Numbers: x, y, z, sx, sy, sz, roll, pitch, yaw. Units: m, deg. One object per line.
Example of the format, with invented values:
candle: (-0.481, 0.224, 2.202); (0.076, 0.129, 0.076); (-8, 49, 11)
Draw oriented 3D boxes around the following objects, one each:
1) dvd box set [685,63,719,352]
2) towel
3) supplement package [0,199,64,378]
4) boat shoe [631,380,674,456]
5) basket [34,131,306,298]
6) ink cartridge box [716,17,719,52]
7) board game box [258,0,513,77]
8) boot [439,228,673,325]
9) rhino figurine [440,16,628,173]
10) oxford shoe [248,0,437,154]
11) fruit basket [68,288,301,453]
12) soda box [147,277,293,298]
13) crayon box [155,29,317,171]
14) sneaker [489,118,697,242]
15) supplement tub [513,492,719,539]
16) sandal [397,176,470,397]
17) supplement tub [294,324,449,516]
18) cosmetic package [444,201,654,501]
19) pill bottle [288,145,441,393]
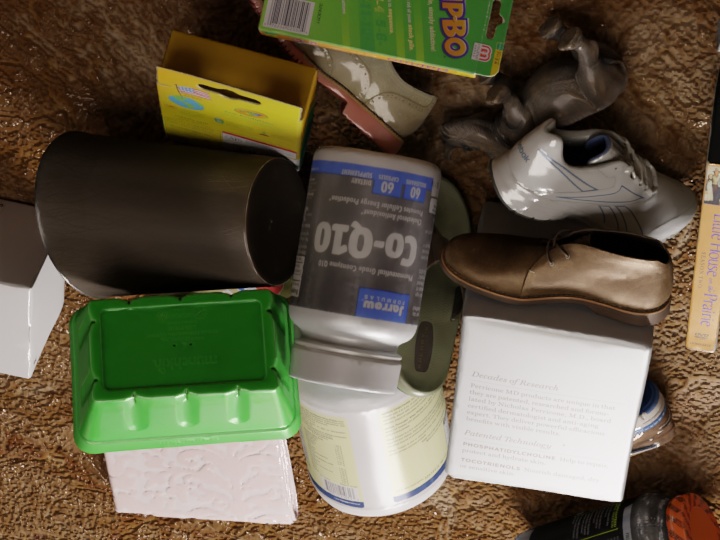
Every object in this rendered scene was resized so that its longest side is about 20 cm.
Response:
dvd box set: (0.299, -0.053, 1.615); (0.029, 0.147, 0.200); (7, 132, 10)
towel: (-0.171, 0.190, 2.016); (0.199, 0.032, 0.191); (3, 130, 10)
supplement package: (-0.393, 0.004, 1.846); (0.199, 0.120, 0.121); (12, 131, 3)
boat shoe: (0.211, 0.172, 1.882); (0.200, 0.072, 0.072); (-18, 126, 26)
basket: (-0.159, -0.047, 1.707); (0.199, 0.136, 0.180); (2, 148, 28)
ink cartridge box: (0.391, -0.233, 1.512); (0.162, 0.050, 0.200); (20, 124, -4)
board game box: (0.024, -0.221, 1.578); (0.199, 0.030, 0.096); (12, 88, 6)
boot: (0.166, -0.013, 1.626); (0.199, 0.074, 0.076); (9, 140, 10)
rhino figurine: (0.141, -0.139, 1.635); (0.087, 0.060, 0.200); (31, 134, -28)
oxford shoe: (-0.019, -0.190, 1.640); (0.074, 0.071, 0.200); (-44, 108, 5)
fruit basket: (-0.157, 0.084, 1.719); (0.215, 0.156, 0.216); (-5, 162, -2)
soda box: (-0.114, 0.003, 1.818); (0.200, 0.064, 0.068); (-30, 118, 32)
crayon box: (-0.103, -0.144, 1.626); (0.127, 0.051, 0.200); (16, 168, -1)
sneaker: (0.210, -0.074, 1.634); (0.200, 0.075, 0.087); (10, 142, -29)
supplement tub: (0.259, 0.297, 1.946); (0.200, 0.123, 0.123); (-22, 122, 29)
sandal: (0.067, 0.013, 1.722); (0.080, 0.202, 0.057); (4, 175, -21)
supplement tub: (0.007, 0.119, 1.834); (0.145, 0.145, 0.200); (0, 130, 13)
cosmetic package: (0.174, 0.072, 1.740); (0.166, 0.168, 0.200); (8, 131, 6)
pill bottle: (0.000, 0.000, 1.659); (0.113, 0.114, 0.201); (9, 89, 6)
